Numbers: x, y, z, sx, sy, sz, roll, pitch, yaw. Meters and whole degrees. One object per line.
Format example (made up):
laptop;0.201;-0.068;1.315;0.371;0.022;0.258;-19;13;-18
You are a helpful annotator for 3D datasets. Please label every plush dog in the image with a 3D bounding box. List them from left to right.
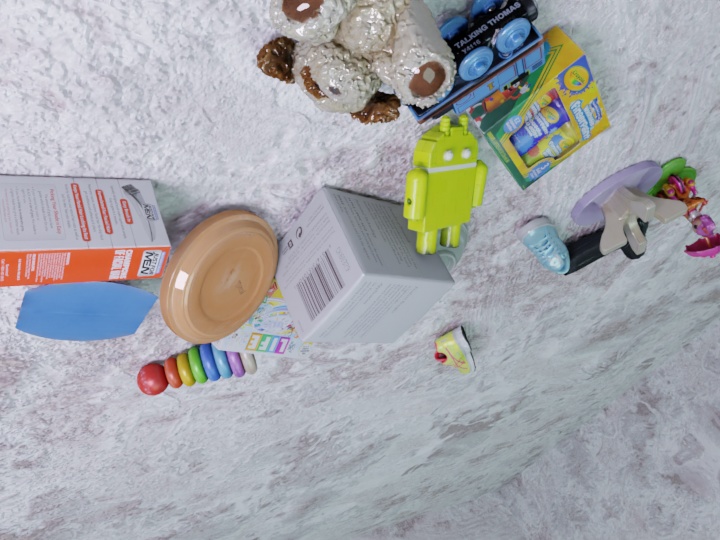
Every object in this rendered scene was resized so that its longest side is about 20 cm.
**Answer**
plush dog;-0.011;-0.242;0.684;0.199;0.161;0.172;24;142;-20

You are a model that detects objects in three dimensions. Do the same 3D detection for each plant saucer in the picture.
plant saucer;-0.188;0.014;0.891;0.200;0.032;0.201;-38;143;-35
plant saucer;0.117;-0.013;1.167;0.199;0.050;0.201;-20;147;-13

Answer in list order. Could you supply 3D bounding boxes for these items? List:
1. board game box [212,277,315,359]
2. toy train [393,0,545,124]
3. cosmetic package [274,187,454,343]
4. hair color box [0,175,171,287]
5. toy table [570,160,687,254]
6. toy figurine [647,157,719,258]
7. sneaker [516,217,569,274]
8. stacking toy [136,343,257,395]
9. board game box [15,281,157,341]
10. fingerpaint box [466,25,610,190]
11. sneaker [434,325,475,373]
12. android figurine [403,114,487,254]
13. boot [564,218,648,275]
board game box;-0.139;0.075;1.060;0.199;0.034;0.135;15;105;-49
toy train;0.135;-0.258;0.795;0.199;0.087;0.114;-33;154;8
cosmetic package;0.000;0.000;0.979;0.199;0.166;0.165;7;137;-44
hair color box;-0.327;-0.046;0.713;0.199;0.111;0.064;-4;142;-33
toy table;0.542;-0.121;1.278;0.199;0.117;0.184;-34;148;11
toy figurine;0.704;-0.116;1.346;0.150;0.185;0.200;-31;148;5
sneaker;0.387;-0.045;1.300;0.074;0.082;0.200;-41;146;19
stacking toy;-0.282;0.165;1.089;0.199;0.086;0.086;-17;147;-10
board game box;-0.369;0.041;0.856;0.157;0.039;0.200;6;150;-31
fingerpaint box;0.266;-0.230;0.944;0.167;0.074;0.200;-37;148;14
sneaker;0.224;0.200;1.547;0.090;0.078;0.200;-21;143;4
android figurine;0.125;-0.127;0.934;0.181;0.041;0.201;-13;116;-46
boot;0.546;-0.040;1.445;0.199;0.066;0.165;-31;140;-2
